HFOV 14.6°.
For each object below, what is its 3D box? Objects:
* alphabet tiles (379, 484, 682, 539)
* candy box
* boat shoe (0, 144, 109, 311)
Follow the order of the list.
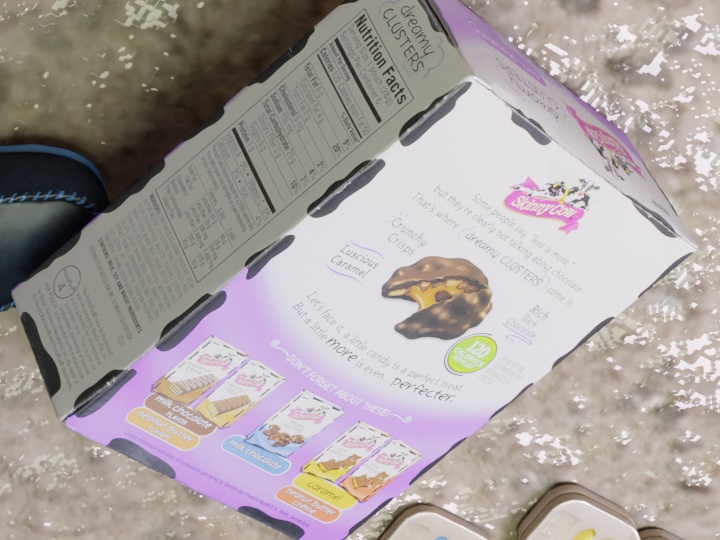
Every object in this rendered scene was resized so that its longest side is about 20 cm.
[{"bbox_3d":[0.066,0.184,1.254,0.195,0.015,0.200,29,113,-27],"label":"alphabet tiles"},{"bbox_3d":[0.000,0.000,1.056,0.200,0.072,0.168,-40,141,15],"label":"candy box"},{"bbox_3d":[-0.186,0.016,1.056,0.199,0.069,0.084,-22,125,3],"label":"boat shoe"}]
